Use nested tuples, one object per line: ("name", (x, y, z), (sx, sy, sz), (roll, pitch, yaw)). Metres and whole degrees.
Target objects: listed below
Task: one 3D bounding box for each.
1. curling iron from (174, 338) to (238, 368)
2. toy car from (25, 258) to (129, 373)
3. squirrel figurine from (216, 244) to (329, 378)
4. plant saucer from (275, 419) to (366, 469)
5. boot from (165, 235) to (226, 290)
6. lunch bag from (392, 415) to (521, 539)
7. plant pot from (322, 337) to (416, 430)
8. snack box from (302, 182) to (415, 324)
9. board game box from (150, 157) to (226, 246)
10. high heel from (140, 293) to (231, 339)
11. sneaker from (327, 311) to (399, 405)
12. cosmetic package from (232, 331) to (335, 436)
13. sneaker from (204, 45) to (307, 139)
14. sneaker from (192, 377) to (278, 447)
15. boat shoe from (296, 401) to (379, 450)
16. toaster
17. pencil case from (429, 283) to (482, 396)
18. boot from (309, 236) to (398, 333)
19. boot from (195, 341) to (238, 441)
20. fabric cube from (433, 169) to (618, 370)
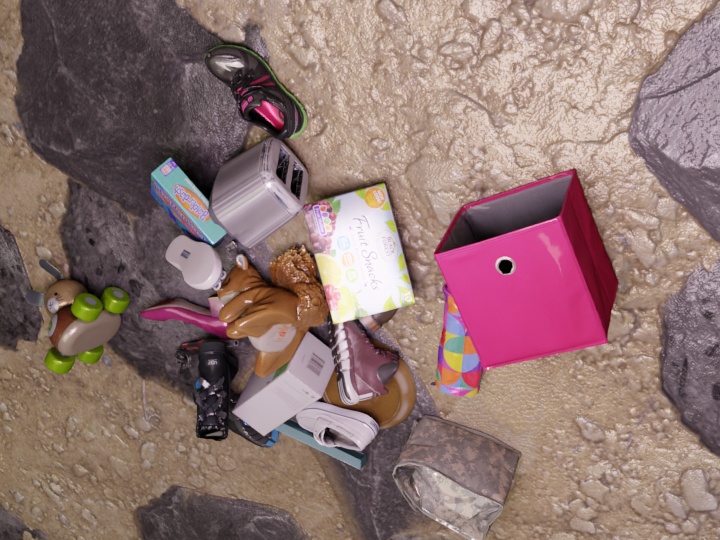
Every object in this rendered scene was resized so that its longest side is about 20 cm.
("curling iron", (-0.296, 0.153, 1.644), (0.199, 0.025, 0.050), (-17, 83, 42))
("toy car", (-0.590, 0.072, 1.692), (0.200, 0.158, 0.165), (39, 111, 15))
("squirrel figurine", (-0.157, 0.047, 1.495), (0.199, 0.187, 0.142), (-32, 134, -6))
("plant saucer", (-0.080, 0.329, 1.647), (0.199, 0.070, 0.019), (22, 93, 11))
("boot", (-0.253, -0.001, 1.425), (0.090, 0.200, 0.073), (38, 88, -33))
("lunch bag", (0.160, 0.354, 1.496), (0.199, 0.164, 0.118), (27, 120, 9))
("plant pot", (0.005, 0.216, 1.575), (0.199, 0.027, 0.201), (9, 117, 18))
("snack box", (-0.001, -0.028, 1.392), (0.141, 0.053, 0.201), (-15, 96, 3))
("board game box", (-0.294, -0.103, 1.460), (0.152, 0.045, 0.200), (49, 166, -5))
("high heel", (-0.328, 0.102, 1.631), (0.199, 0.067, 0.097), (-7, 101, 22))
("sneaker", (0.008, 0.132, 1.502), (0.115, 0.076, 0.201), (-5, 77, -15))
("cosmetic package", (-0.138, 0.210, 1.560), (0.085, 0.108, 0.200), (39, 132, -15))
("sneaker", (-0.171, -0.287, 1.367), (0.200, 0.084, 0.077), (40, 122, 0))
("sneaker", (-0.249, 0.285, 1.702), (0.200, 0.073, 0.082), (38, 145, 4))
("boat shoe", (-0.058, 0.294, 1.587), (0.199, 0.065, 0.074), (-4, 127, 46))
("toaster", (-0.163, -0.126, 1.373), (0.129, 0.200, 0.114), (-31, 119, 22))
("pencil case", (0.168, 0.115, 1.424), (0.088, 0.088, 0.201), (13, 118, 16))
("boot", (0.000, 0.000, 1.462), (0.097, 0.075, 0.200), (-36, 89, 8))
("boot", (-0.266, 0.233, 1.575), (0.073, 0.163, 0.198), (-3, 159, -3))
("fabric cube", (0.250, -0.001, 1.263), (0.195, 0.200, 0.200), (-16, 108, 27))
